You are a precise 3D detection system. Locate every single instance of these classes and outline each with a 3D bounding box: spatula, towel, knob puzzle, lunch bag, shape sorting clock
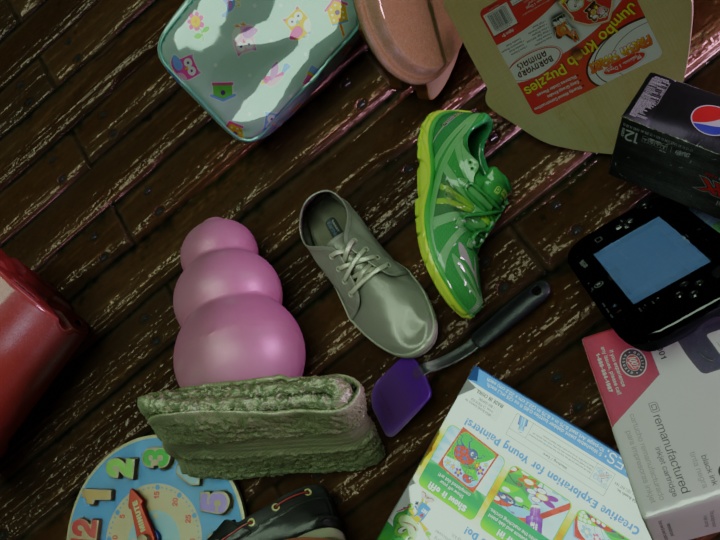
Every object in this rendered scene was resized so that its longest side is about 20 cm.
[{"bbox_3d":[0.090,0.072,0.762,0.199,0.021,0.057,-37,51,6],"label":"spatula"},{"bbox_3d":[-0.083,0.143,0.738,0.197,0.149,0.037,-6,53,9],"label":"towel"},{"bbox_3d":[0.195,-0.192,0.735,0.216,0.223,0.031,7,35,23],"label":"knob puzzle"},{"bbox_3d":[-0.100,-0.247,0.858,0.160,0.077,0.200,43,96,-5],"label":"lunch bag"},{"bbox_3d":[-0.201,0.262,0.815,0.197,0.039,0.204,-6,74,20],"label":"shape sorting clock"}]

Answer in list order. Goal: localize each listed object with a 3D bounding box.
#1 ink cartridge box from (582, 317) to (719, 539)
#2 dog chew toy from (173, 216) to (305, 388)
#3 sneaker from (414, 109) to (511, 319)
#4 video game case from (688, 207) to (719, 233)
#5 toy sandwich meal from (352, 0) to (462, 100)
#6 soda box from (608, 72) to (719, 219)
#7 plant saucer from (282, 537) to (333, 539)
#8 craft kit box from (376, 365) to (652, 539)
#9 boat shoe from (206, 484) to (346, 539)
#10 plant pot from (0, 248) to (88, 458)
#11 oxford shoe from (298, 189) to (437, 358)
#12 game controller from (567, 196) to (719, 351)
[{"bbox_3d":[0.282,0.095,0.608,0.197,0.085,0.146,-21,53,14],"label":"ink cartridge box"},{"bbox_3d":[-0.125,0.038,0.806,0.123,0.125,0.202,-25,60,13],"label":"dog chew toy"},{"bbox_3d":[0.096,-0.058,0.766,0.082,0.074,0.203,-8,73,23],"label":"sneaker"},{"bbox_3d":[0.319,0.010,0.692,0.142,0.018,0.202,32,89,24],"label":"video game case"},{"bbox_3d":[0.038,-0.263,0.779,0.069,0.204,0.209,4,77,38],"label":"toy sandwich meal"},{"bbox_3d":[0.303,-0.081,0.662,0.198,0.071,0.064,28,62,22],"label":"soda box"},{"bbox_3d":[-0.038,0.320,0.705,0.197,0.032,0.204,1,99,6],"label":"plant saucer"},{"bbox_3d":[0.132,0.216,0.697,0.199,0.048,0.199,30,86,25],"label":"craft kit box"},{"bbox_3d":[-0.109,0.260,0.754,0.199,0.074,0.063,-27,46,1],"label":"boat shoe"},{"bbox_3d":[-0.400,0.089,0.866,0.200,0.201,0.196,39,83,25],"label":"plant pot"},{"bbox_3d":[0.000,0.000,0.794,0.075,0.058,0.201,-38,64,5],"label":"oxford shoe"},{"bbox_3d":[0.226,-0.003,0.652,0.103,0.200,0.043,-22,109,8],"label":"game controller"}]
